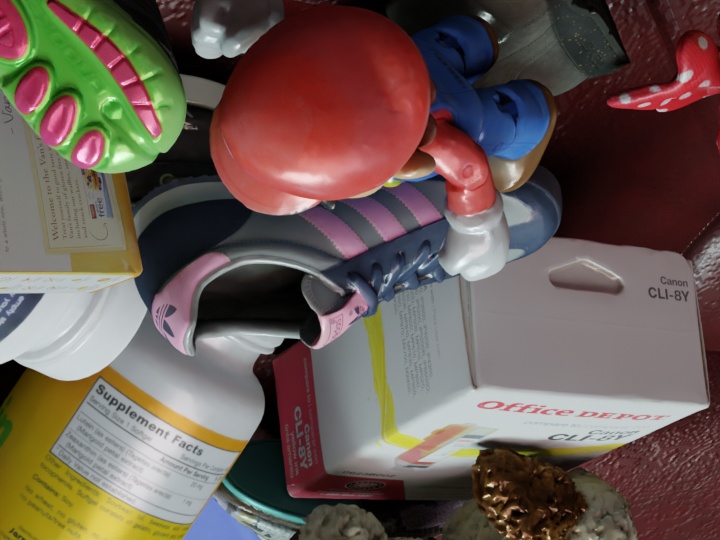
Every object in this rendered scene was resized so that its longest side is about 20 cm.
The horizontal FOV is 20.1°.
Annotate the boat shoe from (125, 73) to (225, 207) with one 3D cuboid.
[{"bbox_3d":[-0.030,-0.034,0.965,0.200,0.061,0.072,18,163,-33],"label":"boat shoe"}]

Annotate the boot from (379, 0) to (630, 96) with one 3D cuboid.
[{"bbox_3d":[0.031,-0.122,0.916,0.130,0.068,0.200,-26,139,14],"label":"boot"}]

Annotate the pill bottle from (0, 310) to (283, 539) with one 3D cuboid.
[{"bbox_3d":[-0.117,0.077,0.999,0.111,0.111,0.200,29,97,-44],"label":"pill bottle"}]

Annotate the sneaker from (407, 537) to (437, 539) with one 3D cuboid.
[{"bbox_3d":[-0.022,0.233,1.211,0.199,0.079,0.089,-20,149,-36],"label":"sneaker"}]

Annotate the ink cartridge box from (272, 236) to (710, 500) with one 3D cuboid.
[{"bbox_3d":[0.063,0.056,1.055,0.144,0.084,0.200,5,158,-28],"label":"ink cartridge box"}]

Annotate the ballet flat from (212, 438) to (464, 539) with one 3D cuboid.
[{"bbox_3d":[-0.012,0.134,1.156,0.200,0.072,0.072,0,137,-41],"label":"ballet flat"}]

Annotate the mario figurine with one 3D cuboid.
[{"bbox_3d":[-0.002,-0.056,0.816,0.200,0.123,0.107,-12,114,-62],"label":"mario figurine"}]

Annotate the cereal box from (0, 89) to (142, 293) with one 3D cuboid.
[{"bbox_3d":[-0.176,-0.063,0.778,0.039,0.145,0.199,-18,168,37],"label":"cereal box"}]

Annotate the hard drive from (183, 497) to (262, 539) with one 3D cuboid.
[{"bbox_3d":[-0.134,0.140,1.127,0.131,0.025,0.200,-28,132,-1],"label":"hard drive"}]

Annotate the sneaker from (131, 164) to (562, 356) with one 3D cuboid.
[{"bbox_3d":[0.000,0.000,0.898,0.199,0.082,0.070,-8,137,-10],"label":"sneaker"}]

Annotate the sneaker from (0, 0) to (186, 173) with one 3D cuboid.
[{"bbox_3d":[-0.136,-0.127,0.778,0.076,0.084,0.201,-28,101,8],"label":"sneaker"}]

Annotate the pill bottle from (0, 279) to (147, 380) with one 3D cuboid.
[{"bbox_3d":[-0.185,-0.023,0.883,0.111,0.111,0.200,-39,138,19],"label":"pill bottle"}]

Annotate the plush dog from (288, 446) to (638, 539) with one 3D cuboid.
[{"bbox_3d":[0.071,0.172,1.065,0.172,0.161,0.200,-42,155,4],"label":"plush dog"}]

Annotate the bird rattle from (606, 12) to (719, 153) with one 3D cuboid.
[{"bbox_3d":[0.205,-0.138,0.932,0.163,0.112,0.201,-34,139,-41],"label":"bird rattle"}]
